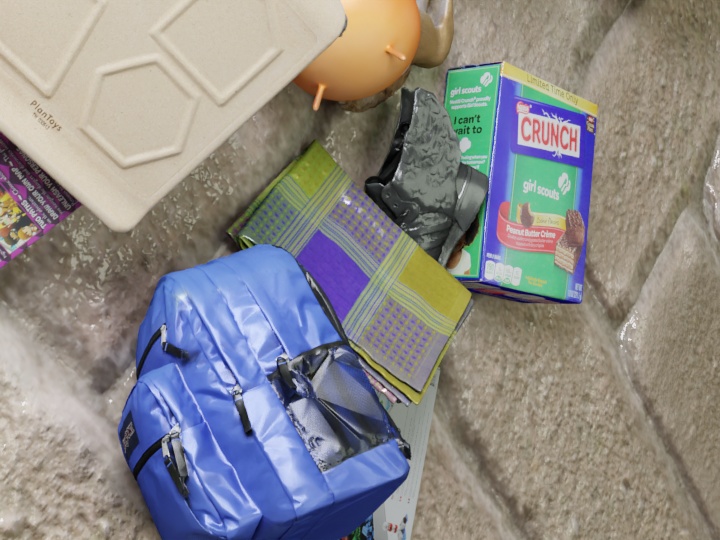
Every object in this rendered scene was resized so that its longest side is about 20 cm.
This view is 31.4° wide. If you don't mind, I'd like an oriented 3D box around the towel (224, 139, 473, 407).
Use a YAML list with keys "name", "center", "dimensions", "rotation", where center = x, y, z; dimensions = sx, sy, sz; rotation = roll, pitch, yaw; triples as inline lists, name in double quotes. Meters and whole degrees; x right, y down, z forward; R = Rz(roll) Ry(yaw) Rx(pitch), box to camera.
- name: "towel"
  center: [0.000, 0.000, 1.023]
  dimensions: [0.200, 0.023, 0.144]
  rotation: [45, 47, -6]

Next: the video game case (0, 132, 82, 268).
- name: "video game case"
  center: [-0.228, -0.115, 0.767]
  dimensions: [0.181, 0.036, 0.201]
  rotation: [-39, 123, -4]

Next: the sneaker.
- name: "sneaker"
  center: [0.039, -0.048, 1.108]
  dimensions: [0.104, 0.060, 0.201]
  rotation: [28, 89, -19]

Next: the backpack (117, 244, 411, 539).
- name: "backpack"
  center: [-0.081, 0.090, 0.873]
  dimensions: [0.166, 0.163, 0.202]
  rotation: [-14, 69, -32]

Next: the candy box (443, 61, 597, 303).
- name: "candy box"
  center: [0.147, -0.078, 1.215]
  dimensions: [0.168, 0.076, 0.203]
  rotation: [11, 81, -47]

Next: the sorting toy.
- name: "sorting toy"
  center: [-0.132, -0.147, 0.749]
  dimensions: [0.200, 0.037, 0.185]
  rotation: [-43, 124, 3]

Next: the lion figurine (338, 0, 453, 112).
- name: "lion figurine"
  center: [0.042, -0.203, 1.102]
  dimensions: [0.199, 0.072, 0.124]
  rotation: [-15, 109, -51]

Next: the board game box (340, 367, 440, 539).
- name: "board game box"
  center: [0.004, 0.167, 1.092]
  dimensions: [0.126, 0.034, 0.203]
  rotation: [24, 73, -46]

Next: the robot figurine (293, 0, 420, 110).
- name: "robot figurine"
  center: [-0.020, -0.211, 0.970]
  dimensions: [0.142, 0.117, 0.202]
  rotation: [0, 53, -17]

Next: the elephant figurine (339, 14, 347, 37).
- name: "elephant figurine"
  center: [-0.123, -0.220, 0.815]
  dimensions: [0.154, 0.198, 0.144]
  rotation: [9, 82, -54]
